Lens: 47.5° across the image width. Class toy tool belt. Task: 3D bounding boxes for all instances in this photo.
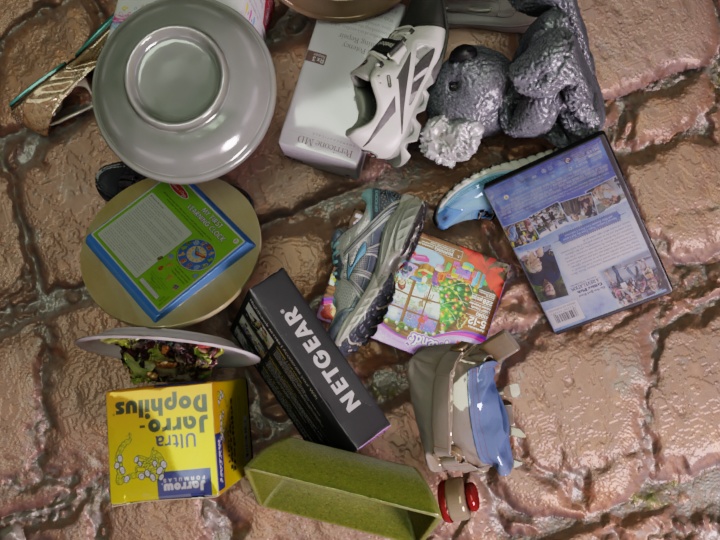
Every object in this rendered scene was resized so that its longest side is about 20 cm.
[{"bbox_3d":[0.128,0.170,0.882,0.121,0.125,0.204,-12,97,16],"label":"toy tool belt"}]

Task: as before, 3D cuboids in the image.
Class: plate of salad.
[{"bbox_3d":[-0.207,0.098,0.881,0.196,0.200,0.049,4,75,3],"label":"plate of salad"}]

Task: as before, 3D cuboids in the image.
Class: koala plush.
[{"bbox_3d":[0.159,-0.201,0.915,0.197,0.184,0.180,-14,49,24],"label":"koala plush"}]

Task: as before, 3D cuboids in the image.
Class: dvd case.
[{"bbox_3d":[0.241,-0.036,0.906,0.141,0.018,0.202,-23,107,23],"label":"dvd case"}]

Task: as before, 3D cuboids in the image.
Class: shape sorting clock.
[{"bbox_3d":[-0.205,-0.025,0.892,0.196,0.039,0.203,-3,60,4],"label":"shape sorting clock"}]

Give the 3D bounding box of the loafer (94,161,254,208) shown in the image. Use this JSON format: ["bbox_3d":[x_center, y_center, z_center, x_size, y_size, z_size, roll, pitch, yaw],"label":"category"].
[{"bbox_3d":[-0.225,-0.098,0.974,0.196,0.063,0.073,12,82,3],"label":"loafer"}]

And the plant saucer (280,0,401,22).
[{"bbox_3d":[-0.020,-0.358,0.873,0.196,0.201,0.030,-4,53,2],"label":"plant saucer"}]

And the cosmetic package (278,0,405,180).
[{"bbox_3d":[-0.020,-0.223,0.977,0.100,0.074,0.203,15,83,4],"label":"cosmetic package"}]

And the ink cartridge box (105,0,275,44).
[{"bbox_3d":[-0.198,-0.261,0.951,0.142,0.145,0.204,14,85,3],"label":"ink cartridge box"}]

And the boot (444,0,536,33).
[{"bbox_3d":[0.160,-0.333,0.971,0.196,0.096,0.075,-5,83,2],"label":"boot"}]

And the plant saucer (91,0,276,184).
[{"bbox_3d":[-0.187,-0.193,0.846,0.196,0.050,0.204,0,84,1],"label":"plant saucer"}]

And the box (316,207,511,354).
[{"bbox_3d":[0.062,0.025,0.961,0.197,0.039,0.139,19,85,4],"label":"box"}]

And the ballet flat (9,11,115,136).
[{"bbox_3d":[-0.337,-0.240,1.004,0.199,0.071,0.065,-42,111,0],"label":"ballet flat"}]

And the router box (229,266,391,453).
[{"bbox_3d":[-0.061,0.113,0.898,0.051,0.149,0.201,-32,83,-25],"label":"router box"}]

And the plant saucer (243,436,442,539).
[{"bbox_3d":[-0.016,0.233,0.872,0.196,0.201,0.049,13,65,4],"label":"plant saucer"}]

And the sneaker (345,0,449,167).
[{"bbox_3d":[0.037,-0.226,0.906,0.087,0.074,0.204,17,84,-29],"label":"sneaker"}]

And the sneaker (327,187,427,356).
[{"bbox_3d":[0.000,0.000,0.919,0.085,0.078,0.202,23,78,17],"label":"sneaker"}]

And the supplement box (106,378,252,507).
[{"bbox_3d":[-0.185,0.175,0.873,0.107,0.200,0.112,-6,83,1],"label":"supplement box"}]

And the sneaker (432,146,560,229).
[{"bbox_3d":[0.180,-0.080,0.951,0.197,0.078,0.091,-17,86,0],"label":"sneaker"}]
